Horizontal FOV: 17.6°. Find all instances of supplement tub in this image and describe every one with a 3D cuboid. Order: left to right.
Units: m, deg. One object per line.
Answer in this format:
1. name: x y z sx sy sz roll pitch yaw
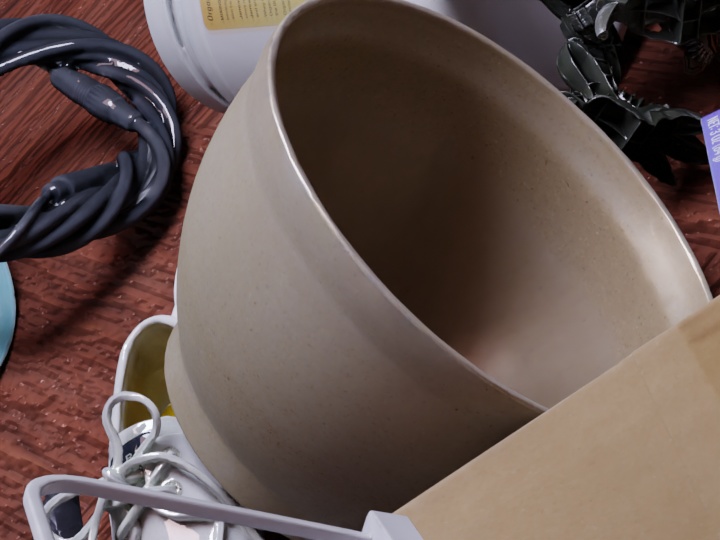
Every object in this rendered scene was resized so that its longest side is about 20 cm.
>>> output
1. supplement tub: 0.009 -0.134 1.058 0.199 0.145 0.145 2 49 47

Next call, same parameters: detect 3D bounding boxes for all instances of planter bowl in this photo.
1. planter bowl: 0.012 0.019 0.837 0.135 0.200 0.201 -47 24 30

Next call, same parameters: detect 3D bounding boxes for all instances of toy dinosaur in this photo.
1. toy dinosaur: 0.104 -0.115 0.946 0.199 0.102 0.136 -15 49 -4

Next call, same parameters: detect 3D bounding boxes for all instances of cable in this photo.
1. cable: -0.172 -0.060 1.180 0.162 0.051 0.200 7 38 -10

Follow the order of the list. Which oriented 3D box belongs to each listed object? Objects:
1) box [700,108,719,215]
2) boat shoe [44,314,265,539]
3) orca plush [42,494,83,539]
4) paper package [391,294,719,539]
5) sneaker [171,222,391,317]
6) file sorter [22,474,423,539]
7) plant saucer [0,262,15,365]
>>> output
1. box: 0.224 -0.051 0.826 0.199 0.048 0.118 -25 34 18
2. boat shoe: -0.073 0.083 0.854 0.074 0.086 0.202 -26 32 18
3. orca plush: -0.161 0.155 0.929 0.200 0.105 0.071 -53 -19 25
4. paper package: 0.120 0.114 0.666 0.190 0.104 0.200 -34 31 7
5. sneaker: 0.000 0.000 0.955 0.200 0.078 0.100 -33 21 27
6. file sorter: -0.051 0.176 0.640 0.139 0.124 0.201 -130 55 -66
7. plant saucer: -0.263 -0.006 1.141 0.027 0.200 0.201 -46 23 34
